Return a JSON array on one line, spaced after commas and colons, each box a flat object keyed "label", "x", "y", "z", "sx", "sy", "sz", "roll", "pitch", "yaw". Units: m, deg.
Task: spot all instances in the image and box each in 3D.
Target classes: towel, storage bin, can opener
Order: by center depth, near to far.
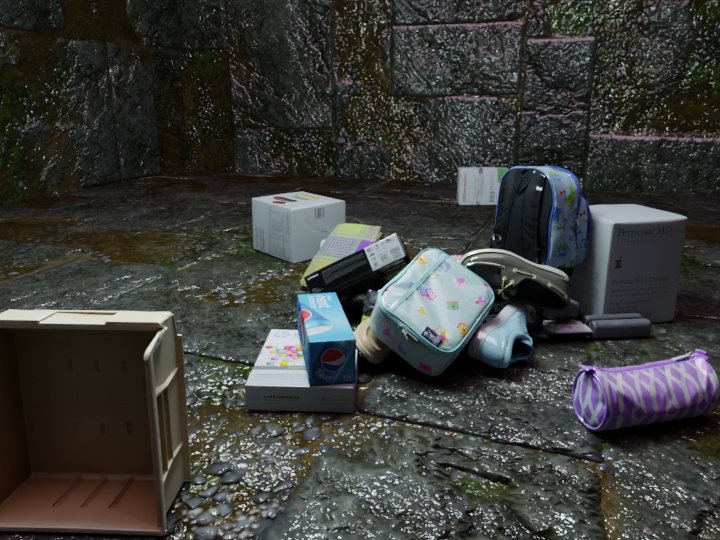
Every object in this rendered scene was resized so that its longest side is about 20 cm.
[{"label": "storage bin", "x": -0.286, "y": 0.149, "z": 0.594, "sx": 0.194, "sy": 0.204, "sz": 0.094, "roll": 1, "pitch": 12, "yaw": 3}, {"label": "can opener", "x": 0.425, "y": 0.085, "z": 1.045, "sx": 0.194, "sy": 0.069, "sz": 0.053, "roll": -2, "pitch": 17, "yaw": -6}, {"label": "towel", "x": -0.044, "y": -0.026, "z": 1.318, "sx": 0.141, "sy": 0.023, "sz": 0.202, "roll": 7, "pitch": 54, "yaw": 33}]

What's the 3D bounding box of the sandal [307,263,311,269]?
[{"label": "sandal", "x": -0.033, "y": 0.005, "z": 1.337, "sx": 0.199, "sy": 0.050, "sz": 0.084, "roll": 4, "pitch": 56, "yaw": 32}]

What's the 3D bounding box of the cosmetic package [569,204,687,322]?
[{"label": "cosmetic package", "x": 0.510, "y": -0.017, "z": 1.150, "sx": 0.163, "sy": 0.205, "sz": 0.167, "roll": -4, "pitch": 16, "yaw": -11}]

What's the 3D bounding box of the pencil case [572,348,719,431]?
[{"label": "pencil case", "x": 0.379, "y": 0.158, "z": 0.767, "sx": 0.195, "sy": 0.088, "sz": 0.084, "roll": -6, "pitch": 15, "yaw": -16}]

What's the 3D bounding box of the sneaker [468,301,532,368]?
[{"label": "sneaker", "x": 0.252, "y": 0.116, "z": 0.962, "sx": 0.081, "sy": 0.075, "sz": 0.198, "roll": 30, "pitch": 32, "yaw": 26}]

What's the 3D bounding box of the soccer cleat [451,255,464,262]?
[{"label": "soccer cleat", "x": 0.245, "y": 0.010, "z": 1.288, "sx": 0.196, "sy": 0.072, "sz": 0.086, "roll": 13, "pitch": 16, "yaw": 34}]

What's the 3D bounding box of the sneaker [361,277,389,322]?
[{"label": "sneaker", "x": 0.046, "y": 0.050, "z": 1.137, "sx": 0.072, "sy": 0.083, "sz": 0.200, "roll": 2, "pitch": 16, "yaw": 7}]

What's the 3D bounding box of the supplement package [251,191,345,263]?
[{"label": "supplement package", "x": -0.173, "y": -0.127, "z": 1.622, "sx": 0.189, "sy": 0.151, "sz": 0.198, "roll": -15, "pitch": 23, "yaw": -41}]

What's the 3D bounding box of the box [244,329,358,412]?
[{"label": "box", "x": -0.079, "y": 0.147, "z": 0.884, "sx": 0.152, "sy": 0.042, "sz": 0.200, "roll": 1, "pitch": 15, "yaw": 2}]

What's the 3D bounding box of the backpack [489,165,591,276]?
[{"label": "backpack", "x": 0.349, "y": -0.100, "z": 1.124, "sx": 0.144, "sy": 0.205, "sz": 0.182, "roll": -6, "pitch": 16, "yaw": -26}]

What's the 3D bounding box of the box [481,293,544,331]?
[{"label": "box", "x": 0.230, "y": 0.053, "z": 1.117, "sx": 0.195, "sy": 0.088, "sz": 0.164, "roll": -4, "pitch": 17, "yaw": -13}]

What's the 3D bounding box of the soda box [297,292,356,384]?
[{"label": "soda box", "x": -0.055, "y": 0.096, "z": 0.872, "sx": 0.066, "sy": 0.066, "sz": 0.200, "roll": -2, "pitch": 16, "yaw": -11}]

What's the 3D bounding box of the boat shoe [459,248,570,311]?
[{"label": "boat shoe", "x": 0.268, "y": 0.018, "z": 1.000, "sx": 0.197, "sy": 0.073, "sz": 0.061, "roll": 15, "pitch": 43, "yaw": -2}]

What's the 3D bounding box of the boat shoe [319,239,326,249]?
[{"label": "boat shoe", "x": -0.057, "y": -0.051, "z": 1.495, "sx": 0.069, "sy": 0.074, "sz": 0.200, "roll": -1, "pitch": 14, "yaw": 11}]

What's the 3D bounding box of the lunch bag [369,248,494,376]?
[{"label": "lunch bag", "x": 0.113, "y": 0.059, "z": 0.928, "sx": 0.159, "sy": 0.078, "sz": 0.199, "roll": 39, "pitch": 47, "yaw": 13}]

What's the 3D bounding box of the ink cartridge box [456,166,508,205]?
[{"label": "ink cartridge box", "x": 0.494, "y": -0.346, "z": 2.365, "sx": 0.194, "sy": 0.150, "sz": 0.084, "roll": 1, "pitch": 16, "yaw": 1}]

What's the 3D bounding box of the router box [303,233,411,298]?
[{"label": "router box", "x": 0.000, "y": 0.000, "z": 1.143, "sx": 0.196, "sy": 0.052, "sz": 0.149, "roll": -25, "pitch": -9, "yaw": 7}]

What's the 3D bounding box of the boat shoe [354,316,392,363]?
[{"label": "boat shoe", "x": 0.051, "y": 0.092, "z": 0.976, "sx": 0.072, "sy": 0.064, "sz": 0.199, "roll": 49, "pitch": 26, "yaw": 5}]
